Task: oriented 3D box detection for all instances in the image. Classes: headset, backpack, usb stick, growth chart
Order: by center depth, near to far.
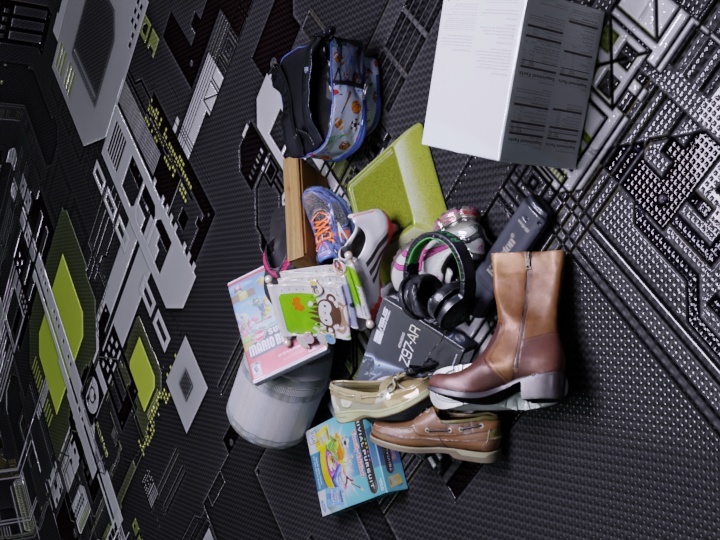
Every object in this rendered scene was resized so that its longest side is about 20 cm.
[{"bbox_3d":[0.201,-0.016,1.256,0.056,0.032,0.201,59,133,36],"label":"usb stick"},{"bbox_3d":[0.098,0.047,1.261,0.123,0.093,0.203,18,112,48],"label":"headset"},{"bbox_3d":[-0.065,0.054,1.420,0.198,0.018,0.146,-13,105,36],"label":"growth chart"},{"bbox_3d":[-0.057,-0.279,1.512,0.199,0.152,0.194,-13,71,59],"label":"backpack"}]

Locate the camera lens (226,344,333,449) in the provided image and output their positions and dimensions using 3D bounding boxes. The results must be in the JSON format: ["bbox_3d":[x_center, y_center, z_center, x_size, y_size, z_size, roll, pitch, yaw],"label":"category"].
[{"bbox_3d":[-0.145,0.205,1.620,0.160,0.158,0.202,48,126,42],"label":"camera lens"}]

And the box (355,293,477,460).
[{"bbox_3d":[0.077,0.161,1.381,0.159,0.043,0.202,32,116,30],"label":"box"}]

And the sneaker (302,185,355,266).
[{"bbox_3d":[-0.044,-0.047,1.500,0.075,0.078,0.202,-24,95,35],"label":"sneaker"}]

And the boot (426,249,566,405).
[{"bbox_3d":[0.177,0.071,1.185,0.186,0.068,0.203,-8,72,30],"label":"boot"}]

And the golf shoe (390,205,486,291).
[{"bbox_3d":[0.110,-0.010,1.337,0.200,0.072,0.093,-43,46,46],"label":"golf shoe"}]

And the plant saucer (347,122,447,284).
[{"bbox_3d":[0.048,-0.105,1.452,0.200,0.047,0.202,-36,62,47],"label":"plant saucer"}]

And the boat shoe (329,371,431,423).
[{"bbox_3d":[0.030,0.181,1.349,0.199,0.073,0.064,-20,90,46],"label":"boat shoe"}]

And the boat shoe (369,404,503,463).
[{"bbox_3d":[0.109,0.226,1.303,0.197,0.072,0.069,3,99,18],"label":"boat shoe"}]

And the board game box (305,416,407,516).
[{"bbox_3d":[-0.012,0.320,1.533,0.200,0.046,0.153,-36,62,48],"label":"board game box"}]

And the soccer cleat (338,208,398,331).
[{"bbox_3d":[0.000,0.000,1.406,0.069,0.084,0.203,41,125,51],"label":"soccer cleat"}]

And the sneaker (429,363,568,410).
[{"bbox_3d":[0.195,0.158,1.237,0.198,0.080,0.078,-5,71,34],"label":"sneaker"}]

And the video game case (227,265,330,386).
[{"bbox_3d":[-0.141,0.078,1.531,0.142,0.017,0.202,-25,60,10],"label":"video game case"}]

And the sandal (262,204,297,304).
[{"bbox_3d":[-0.137,-0.028,1.541,0.074,0.045,0.203,-11,63,16],"label":"sandal"}]

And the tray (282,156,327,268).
[{"bbox_3d":[-0.089,-0.091,1.562,0.037,0.098,0.203,-19,60,24],"label":"tray"}]

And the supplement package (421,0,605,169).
[{"bbox_3d":[0.195,-0.246,1.165,0.151,0.149,0.203,22,107,51],"label":"supplement package"}]
